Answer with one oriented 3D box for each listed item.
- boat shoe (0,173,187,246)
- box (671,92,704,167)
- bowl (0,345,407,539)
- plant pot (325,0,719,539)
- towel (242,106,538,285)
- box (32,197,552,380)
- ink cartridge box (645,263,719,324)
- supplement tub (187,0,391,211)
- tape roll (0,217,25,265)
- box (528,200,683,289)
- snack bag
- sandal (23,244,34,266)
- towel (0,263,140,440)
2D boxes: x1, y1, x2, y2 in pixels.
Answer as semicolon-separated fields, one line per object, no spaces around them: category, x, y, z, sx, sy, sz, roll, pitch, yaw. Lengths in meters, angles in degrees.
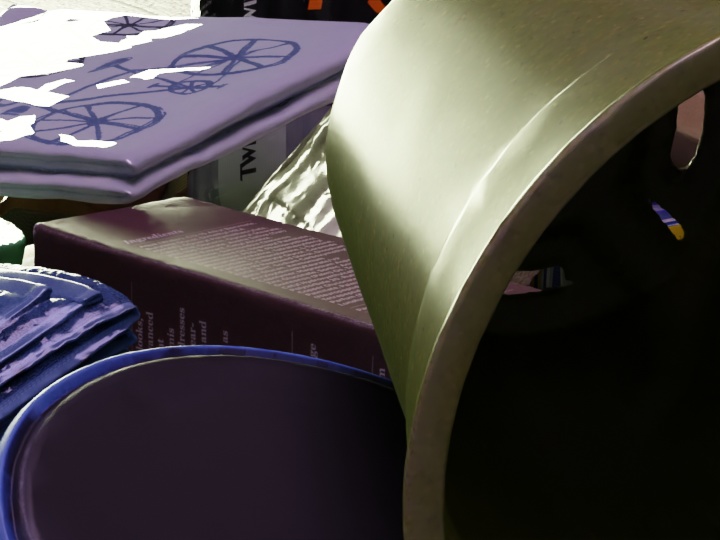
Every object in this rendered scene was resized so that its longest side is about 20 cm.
boat shoe;-0.114;-0.044;1.156;0.075;0.074;0.200;5;5;6
box;0.165;-0.009;0.958;0.163;0.021;0.200;42;-5;-36
bowl;-0.004;0.087;0.641;0.200;0.039;0.201;18;28;-10
plant pot;0.077;-0.001;0.637;0.199;0.201;0.190;-4;24;-17
towel;0.000;0.000;0.979;0.034;0.133;0.200;39;3;-24
box;-0.016;0.046;0.832;0.200;0.101;0.075;15;21;41
ink cartridge box;0.167;0.046;0.739;0.068;0.116;0.200;-40;39;-20
supplement tub;-0.014;-0.105;1.155;0.122;0.201;0.123;-1;-17;0
tape roll;-0.217;-0.009;0.906;0.200;0.048;0.200;12;7;-1
box;0.086;0.003;0.998;0.070;0.065;0.200;-10;9;-13
snack bag;-0.113;-0.066;1.011;0.199;0.021;0.188;6;23;30
sandal;-0.115;0.013;1.025;0.079;0.059;0.207;1;15;2
towel;-0.163;0.059;0.743;0.111;0.049;0.200;8;36;47
